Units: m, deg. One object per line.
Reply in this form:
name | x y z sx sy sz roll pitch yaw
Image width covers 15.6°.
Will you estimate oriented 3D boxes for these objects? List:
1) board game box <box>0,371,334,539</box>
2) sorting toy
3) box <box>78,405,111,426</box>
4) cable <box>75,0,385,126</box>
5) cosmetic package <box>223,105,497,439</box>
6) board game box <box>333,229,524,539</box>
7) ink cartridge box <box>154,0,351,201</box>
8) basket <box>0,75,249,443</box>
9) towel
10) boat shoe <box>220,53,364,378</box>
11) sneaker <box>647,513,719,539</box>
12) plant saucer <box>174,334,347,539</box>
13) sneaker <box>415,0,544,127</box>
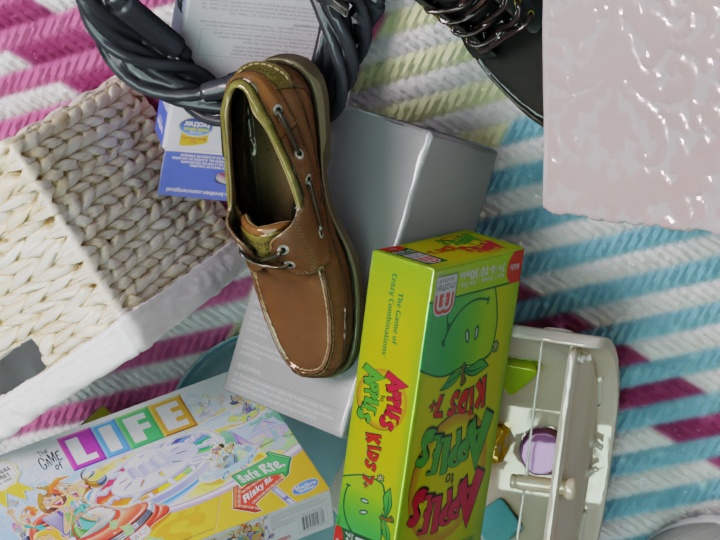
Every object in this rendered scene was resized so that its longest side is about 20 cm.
board game box | -0.135 0.143 1.663 0.199 0.135 0.034 -20 132 -17
sorting toy | 0.068 0.114 1.701 0.179 0.107 0.201 11 104 16
box | -0.150 0.201 1.831 0.200 0.048 0.117 46 136 -3
cable | -0.090 -0.164 1.589 0.199 0.051 0.163 24 130 -6
cosmetic package | 0.000 0.000 1.653 0.107 0.090 0.201 22 94 36
board game box | 0.041 0.083 1.609 0.047 0.101 0.201 17 108 32
ink cartridge box | -0.062 -0.140 1.667 0.119 0.042 0.201 4 112 -17
basket | -0.210 0.001 1.709 0.198 0.200 0.161 -31 96 27
towel | 0.190 -0.117 1.530 0.199 0.032 0.192 10 106 41
boat shoe | -0.050 -0.026 1.567 0.072 0.068 0.201 -5 103 30
sneaker | 0.244 0.209 1.671 0.200 0.082 0.075 4 119 46
plant saucer | -0.038 0.128 1.794 0.199 0.027 0.201 7 112 17
sneaker | 0.075 -0.155 1.606 0.075 0.106 0.200 -34 96 26
